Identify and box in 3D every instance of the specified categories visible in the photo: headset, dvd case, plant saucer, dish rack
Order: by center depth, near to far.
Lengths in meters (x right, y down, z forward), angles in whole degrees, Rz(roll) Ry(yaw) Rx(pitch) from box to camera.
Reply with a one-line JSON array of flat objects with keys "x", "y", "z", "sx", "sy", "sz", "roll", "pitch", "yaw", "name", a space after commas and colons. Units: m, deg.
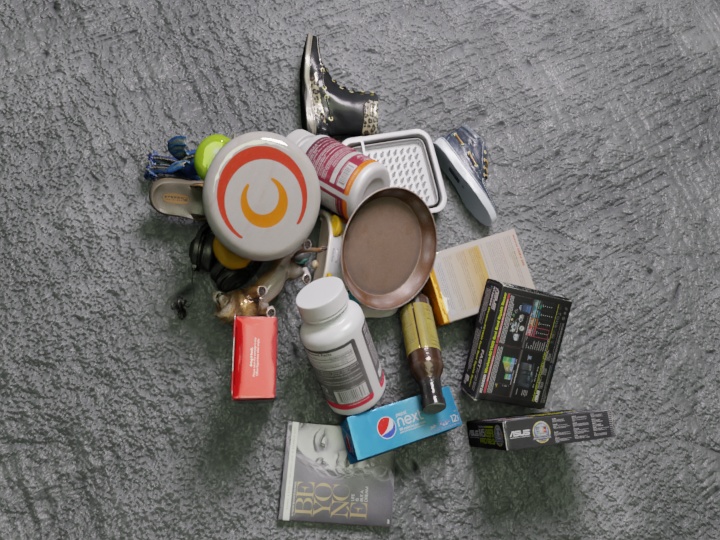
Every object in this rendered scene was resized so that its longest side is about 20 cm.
[{"x": -0.036, "y": 0.342, "z": 0.891, "sx": 0.191, "sy": 0.016, "sz": 0.155, "roll": 8, "pitch": 75, "yaw": -9, "name": "dvd case"}, {"x": 0.045, "y": -0.038, "z": 0.894, "sx": 0.194, "sy": 0.034, "sz": 0.209, "roll": -9, "pitch": 106, "yaw": -30, "name": "plant saucer"}, {"x": -0.250, "y": -0.006, "z": 0.921, "sx": 0.122, "sy": 0.095, "sz": 0.202, "roll": 34, "pitch": 57, "yaw": 6, "name": "headset"}, {"x": 0.060, "y": -0.177, "z": 1.026, "sx": 0.192, "sy": 0.044, "sz": 0.179, "roll": -11, "pitch": 78, "yaw": -13, "name": "dish rack"}]

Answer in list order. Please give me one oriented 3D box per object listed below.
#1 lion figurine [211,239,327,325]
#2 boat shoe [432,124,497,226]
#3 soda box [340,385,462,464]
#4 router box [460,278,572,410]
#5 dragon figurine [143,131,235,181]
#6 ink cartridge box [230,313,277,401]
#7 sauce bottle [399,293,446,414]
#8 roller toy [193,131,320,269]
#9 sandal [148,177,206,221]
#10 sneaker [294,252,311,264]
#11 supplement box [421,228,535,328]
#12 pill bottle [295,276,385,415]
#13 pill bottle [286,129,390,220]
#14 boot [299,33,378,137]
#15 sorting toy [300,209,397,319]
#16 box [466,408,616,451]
[{"x": -0.149, "y": 0.020, "z": 0.877, "sx": 0.198, "sy": 0.121, "sz": 0.074, "roll": -38, "pitch": 109, "yaw": -29, "name": "lion figurine"}, {"x": 0.229, "y": -0.194, "z": 1.047, "sx": 0.089, "sy": 0.071, "sz": 0.204, "roll": -31, "pitch": 81, "yaw": -12, "name": "boat shoe"}, {"x": 0.068, "y": 0.260, "z": 0.894, "sx": 0.192, "sy": 0.065, "sz": 0.070, "roll": -12, "pitch": 69, "yaw": -20, "name": "soda box"}, {"x": 0.273, "y": 0.131, "z": 0.934, "sx": 0.144, "sy": 0.062, "sz": 0.209, "roll": 11, "pitch": 96, "yaw": -17, "name": "router box"}, {"x": -0.299, "y": -0.191, "z": 0.911, "sx": 0.097, "sy": 0.195, "sz": 0.062, "roll": 11, "pitch": 74, "yaw": -46, "name": "dragon figurine"}, {"x": -0.163, "y": 0.141, "z": 0.820, "sx": 0.064, "sy": 0.200, "sz": 0.121, "roll": 1, "pitch": 75, "yaw": -10, "name": "ink cartridge box"}, {"x": 0.107, "y": 0.141, "z": 0.910, "sx": 0.062, "sy": 0.066, "sz": 0.206, "roll": 2, "pitch": 53, "yaw": -10, "name": "sauce bottle"}, {"x": -0.157, "y": -0.114, "z": 0.832, "sx": 0.175, "sy": 0.139, "sz": 0.209, "roll": -13, "pitch": 102, "yaw": -15, "name": "roller toy"}, {"x": -0.259, "y": -0.122, "z": 0.891, "sx": 0.191, "sy": 0.055, "sz": 0.085, "roll": 3, "pitch": 102, "yaw": -11, "name": "sandal"}, {"x": -0.141, "y": -0.110, "z": 0.935, "sx": 0.077, "sy": 0.091, "sz": 0.204, "roll": -26, "pitch": 82, "yaw": -48, "name": "sneaker"}, {"x": 0.213, "y": 0.016, "z": 0.990, "sx": 0.192, "sy": 0.074, "sz": 0.131, "roll": -15, "pitch": 80, "yaw": -13, "name": "supplement box"}, {"x": -0.034, "y": 0.119, "z": 0.851, "sx": 0.108, "sy": 0.110, "sz": 0.206, "roll": -27, "pitch": 118, "yaw": -17, "name": "pill bottle"}, {"x": -0.050, "y": -0.170, "z": 0.935, "sx": 0.197, "sy": 0.111, "sz": 0.110, "roll": 33, "pitch": 70, "yaw": 29, "name": "pill bottle"}, {"x": -0.043, "y": -0.353, "z": 1.038, "sx": 0.147, "sy": 0.073, "sz": 0.213, "roll": 0, "pitch": 80, "yaw": -14, "name": "boot"}, {"x": 0.000, "y": 0.000, "z": 0.956, "sx": 0.174, "sy": 0.106, "sz": 0.209, "roll": 15, "pitch": 72, "yaw": -27, "name": "sorting toy"}, {"x": 0.299, "y": 0.268, "z": 0.899, "sx": 0.191, "sy": 0.161, "sz": 0.046, "roll": -4, "pitch": 75, "yaw": -11, "name": "box"}]
